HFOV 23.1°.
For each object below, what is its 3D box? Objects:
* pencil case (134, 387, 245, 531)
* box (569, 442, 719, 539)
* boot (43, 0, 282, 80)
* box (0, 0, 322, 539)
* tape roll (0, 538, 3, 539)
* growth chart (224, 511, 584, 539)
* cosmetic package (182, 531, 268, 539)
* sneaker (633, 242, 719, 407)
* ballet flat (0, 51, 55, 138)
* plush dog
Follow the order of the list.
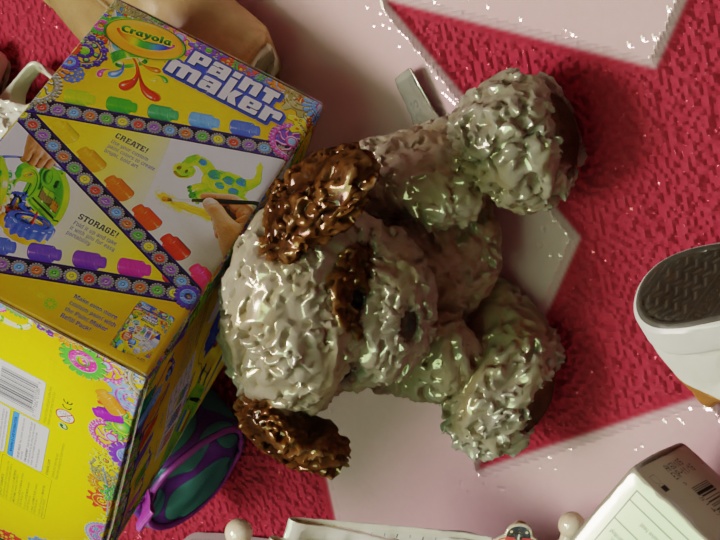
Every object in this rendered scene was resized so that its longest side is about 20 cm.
[{"bbox_3d":[-0.159,0.059,1.046,0.200,0.092,0.085,43,129,18],"label":"pencil case"},{"bbox_3d":[0.108,0.186,0.809,0.095,0.078,0.200,44,111,17],"label":"box"},{"bbox_3d":[-0.116,-0.174,0.938,0.200,0.066,0.176,43,142,19],"label":"boot"},{"bbox_3d":[-0.128,0.013,0.887,0.122,0.193,0.200,27,141,4],"label":"box"},{"bbox_3d":[-0.304,0.146,1.232,0.200,0.048,0.202,16,117,35],"label":"tape roll"},{"bbox_3d":[0.008,0.186,0.882,0.018,0.199,0.146,-127,42,-69],"label":"growth chart"},{"bbox_3d":[-0.071,0.278,1.010,0.164,0.165,0.201,-2,107,40],"label":"cosmetic package"},{"bbox_3d":[0.222,0.022,0.741,0.199,0.073,0.085,-6,134,35],"label":"sneaker"},{"bbox_3d":[-0.213,-0.098,1.057,0.199,0.072,0.072,23,121,29],"label":"ballet flat"},{"bbox_3d":[0.000,0.000,0.832,0.160,0.171,0.201,22,121,32],"label":"plush dog"}]
